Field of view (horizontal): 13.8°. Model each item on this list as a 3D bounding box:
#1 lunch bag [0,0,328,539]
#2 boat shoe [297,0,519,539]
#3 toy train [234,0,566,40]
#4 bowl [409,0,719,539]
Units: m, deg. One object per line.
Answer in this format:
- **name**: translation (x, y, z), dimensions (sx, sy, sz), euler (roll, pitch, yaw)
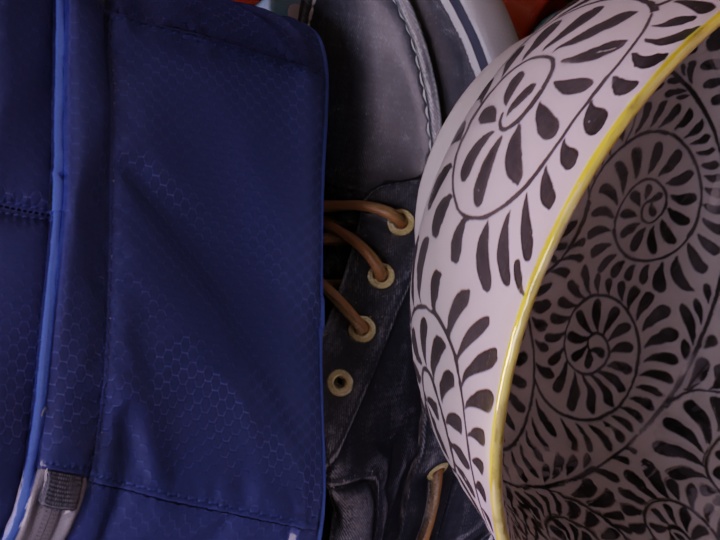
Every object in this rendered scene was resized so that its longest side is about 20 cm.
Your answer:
- **lunch bag**: translation (-0.097, 0.000, 0.795), dimensions (0.136, 0.132, 0.201), euler (-23, 61, 48)
- **boat shoe**: translation (0.000, 0.000, 0.830), dimensions (0.071, 0.091, 0.201), euler (7, 112, 39)
- **toy train**: translation (0.010, -0.050, 0.897), dimensions (0.200, 0.056, 0.151), euler (-26, 92, 41)
- **bowl**: translation (0.077, -0.008, 0.785), dimensions (0.094, 0.200, 0.202), euler (32, 125, 40)
